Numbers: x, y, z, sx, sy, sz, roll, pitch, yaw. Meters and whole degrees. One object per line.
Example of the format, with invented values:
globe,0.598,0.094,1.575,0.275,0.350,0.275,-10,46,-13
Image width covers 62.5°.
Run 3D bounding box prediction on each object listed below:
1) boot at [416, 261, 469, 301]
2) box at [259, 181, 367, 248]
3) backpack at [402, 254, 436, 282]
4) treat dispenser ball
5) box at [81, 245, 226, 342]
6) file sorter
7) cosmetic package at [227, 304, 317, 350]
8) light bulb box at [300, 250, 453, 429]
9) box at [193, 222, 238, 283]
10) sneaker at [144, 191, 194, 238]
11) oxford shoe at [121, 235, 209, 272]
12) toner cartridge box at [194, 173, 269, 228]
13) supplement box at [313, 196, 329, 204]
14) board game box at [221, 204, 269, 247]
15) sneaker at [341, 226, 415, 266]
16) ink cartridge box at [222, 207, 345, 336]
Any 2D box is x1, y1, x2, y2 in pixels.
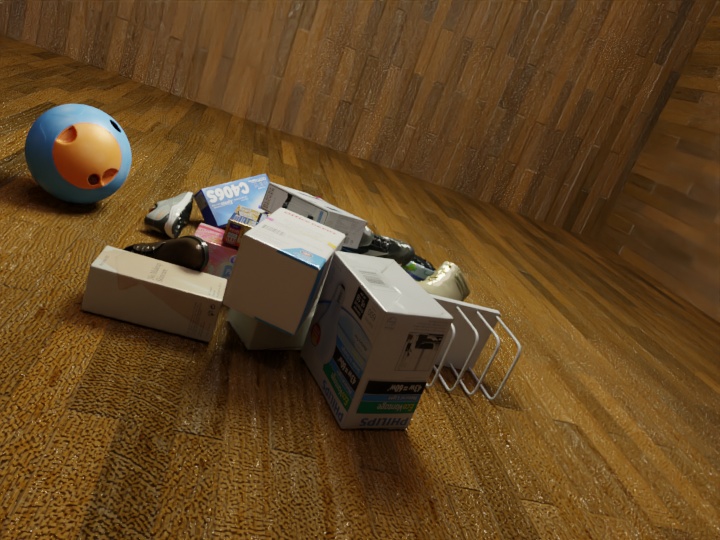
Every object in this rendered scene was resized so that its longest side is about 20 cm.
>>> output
boot,0.133,0.027,1.250,0.200,0.156,0.073,46,-28,-8
box,-0.098,-0.113,1.201,0.199,0.061,0.116,29,12,41
backpack,0.085,0.007,1.373,0.198,0.155,0.163,8,-11,29
treat dispenser ball,-0.581,-0.240,1.229,0.199,0.202,0.201,19,19,-7
box,-0.321,0.037,0.940,0.198,0.078,0.095,16,19,-15
file sorter,0.169,0.143,1.094,0.198,0.140,0.125,14,23,-21
cosmetic package,-0.118,0.083,1.042,0.199,0.074,0.104,6,25,-37
light bulb box,0.016,0.106,0.925,0.124,0.201,0.198,8,22,-30
box,-0.229,-0.006,1.129,0.198,0.095,0.103,18,17,-11
sneaker,-0.421,-0.135,1.322,0.079,0.075,0.200,13,20,-6
oxford shoe,-0.339,-0.017,1.009,0.199,0.073,0.084,-7,1,33
toner cartridge box,-0.295,-0.167,1.440,0.199,0.043,0.096,-26,92,-46
supplement box,-0.101,-0.112,1.559,0.103,0.102,0.200,0,27,-45
board game box,-0.155,-0.061,1.143,0.198,0.047,0.152,19,14,-9
sneaker,0.019,-0.057,1.285,0.198,0.067,0.091,12,-23,26
ink cartridge box,-0.116,-0.008,0.977,0.128,0.126,0.200,24,22,4
